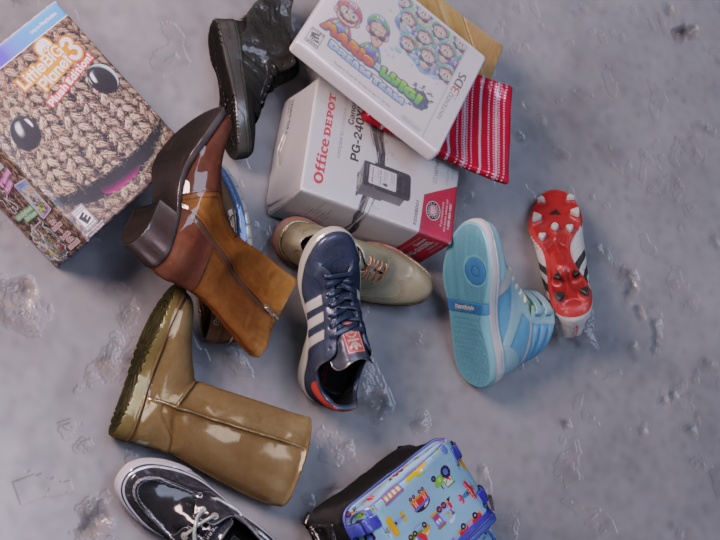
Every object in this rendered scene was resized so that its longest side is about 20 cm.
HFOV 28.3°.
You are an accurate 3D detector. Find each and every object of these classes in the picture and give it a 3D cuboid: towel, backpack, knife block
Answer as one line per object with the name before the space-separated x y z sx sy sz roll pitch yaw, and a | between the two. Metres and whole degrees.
towel | 0.092 -0.193 1.642 0.200 0.022 0.145 22 54 -22
backpack | 0.065 0.298 1.496 0.182 0.134 0.200 -31 94 -33
knife block | 0.093 -0.223 1.718 0.200 0.064 0.176 35 60 -17

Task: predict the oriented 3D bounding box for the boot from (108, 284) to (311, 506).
boot | -0.140 0.129 1.466 0.200 0.066 0.176 23 83 -21

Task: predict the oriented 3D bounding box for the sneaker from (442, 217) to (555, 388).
sneaker | 0.166 0.024 1.653 0.130 0.079 0.201 -20 116 -38

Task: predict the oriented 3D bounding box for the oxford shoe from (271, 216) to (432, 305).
oxford shoe | 0.000 0.000 1.575 0.199 0.074 0.071 17 94 -24

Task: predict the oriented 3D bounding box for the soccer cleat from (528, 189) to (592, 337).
soccer cleat | 0.245 -0.011 1.744 0.068 0.085 0.200 -7 52 1

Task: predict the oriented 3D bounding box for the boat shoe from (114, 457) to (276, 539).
boat shoe | -0.153 0.255 1.410 0.200 0.068 0.072 39 82 -17

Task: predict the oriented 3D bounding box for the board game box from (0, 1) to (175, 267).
board game box | -0.306 -0.136 1.435 0.200 0.097 0.160 47 57 -10

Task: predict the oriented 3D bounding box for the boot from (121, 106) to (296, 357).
boot | -0.126 -0.041 1.441 0.200 0.068 0.189 42 52 -33

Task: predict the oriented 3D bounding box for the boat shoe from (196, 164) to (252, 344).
boat shoe | -0.156 -0.021 1.502 0.072 0.072 0.201 -10 80 -31

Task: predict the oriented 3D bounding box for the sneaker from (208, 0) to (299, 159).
sneaker | -0.110 -0.221 1.600 0.104 0.060 0.201 -3 73 -26

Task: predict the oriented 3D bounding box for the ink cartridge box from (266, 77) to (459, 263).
ink cartridge box | 0.007 -0.111 1.619 0.199 0.083 0.146 18 66 -25

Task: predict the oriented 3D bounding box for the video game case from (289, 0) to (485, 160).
video game case | 0.035 -0.243 1.600 0.200 0.024 0.182 37 49 -11

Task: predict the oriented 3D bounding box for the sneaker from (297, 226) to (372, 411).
sneaker | -0.020 0.056 1.498 0.075 0.084 0.201 -10 114 -25
